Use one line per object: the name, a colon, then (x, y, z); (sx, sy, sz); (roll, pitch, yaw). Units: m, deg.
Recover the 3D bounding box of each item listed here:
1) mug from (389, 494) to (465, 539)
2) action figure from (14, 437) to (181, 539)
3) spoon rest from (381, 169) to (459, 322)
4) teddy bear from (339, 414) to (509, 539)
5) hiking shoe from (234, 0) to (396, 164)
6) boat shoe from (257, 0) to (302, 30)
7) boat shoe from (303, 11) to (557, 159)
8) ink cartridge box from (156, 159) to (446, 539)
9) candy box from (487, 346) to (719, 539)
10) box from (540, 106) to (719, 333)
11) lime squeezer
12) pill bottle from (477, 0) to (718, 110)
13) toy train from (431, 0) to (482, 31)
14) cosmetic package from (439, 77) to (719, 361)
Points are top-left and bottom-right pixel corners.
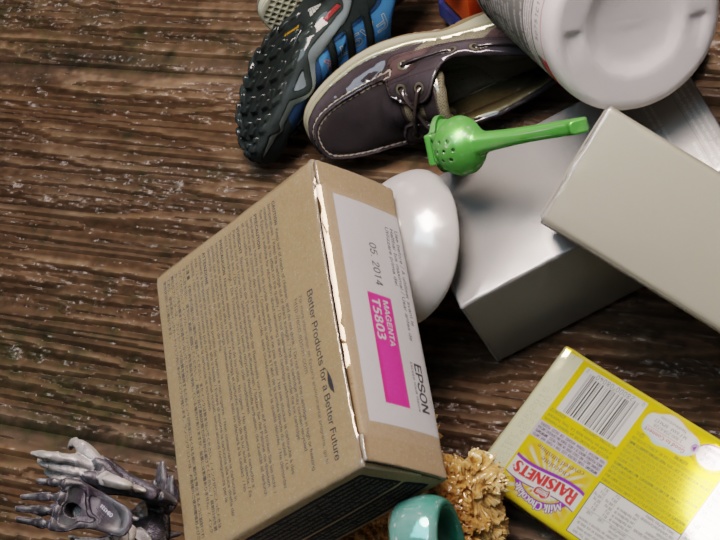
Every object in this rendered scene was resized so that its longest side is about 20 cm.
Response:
mug: (0.052, 0.239, 0.962); (0.151, 0.114, 0.186); (26, 79, 31)
action figure: (-0.162, 0.160, 1.010); (0.101, 0.200, 0.120); (16, 81, 9)
spoon rest: (0.000, 0.000, 1.133); (0.199, 0.060, 0.100); (-24, 64, 46)
teddy bear: (0.002, 0.126, 1.081); (0.145, 0.067, 0.200); (-46, 53, 8)
hiking shoe: (-0.020, -0.160, 1.256); (0.201, 0.086, 0.074); (-61, 33, 16)
boat shoe: (0.006, -0.245, 1.306); (0.199, 0.075, 0.062); (-34, 47, -3)
boat shoe: (0.054, -0.127, 1.207); (0.198, 0.072, 0.065); (-20, 32, 6)
ink cartridge box: (-0.041, 0.062, 1.051); (0.164, 0.075, 0.202); (-32, 55, 37)
candy box: (0.171, 0.134, 1.031); (0.199, 0.026, 0.103); (33, 82, 35)
box: (0.208, -0.011, 1.010); (0.199, 0.068, 0.083); (33, 96, 5)
lime squeezer: (0.071, -0.087, 1.087); (0.070, 0.038, 0.200); (-32, 11, -11)
pill bottle: (0.135, -0.188, 1.093); (0.114, 0.114, 0.200); (-35, 31, 2)
toy train: (0.071, -0.210, 1.226); (0.200, 0.116, 0.085); (-38, 53, -1)
cosmetic package: (0.144, -0.040, 1.113); (0.199, 0.090, 0.107); (-28, 53, 11)
